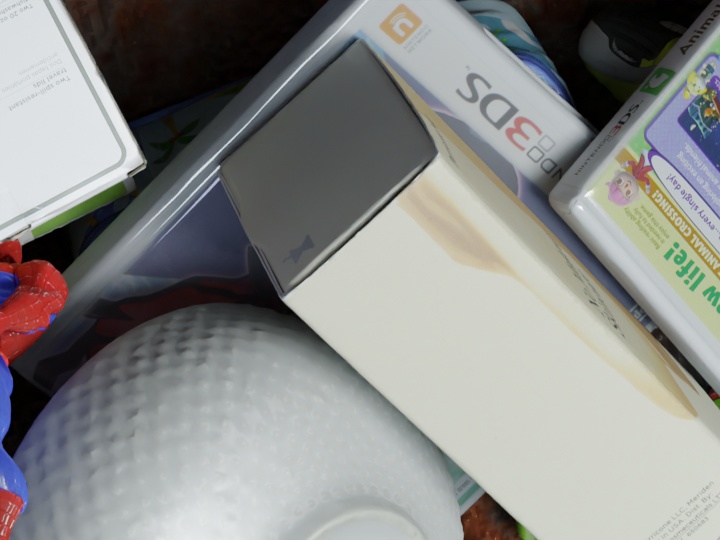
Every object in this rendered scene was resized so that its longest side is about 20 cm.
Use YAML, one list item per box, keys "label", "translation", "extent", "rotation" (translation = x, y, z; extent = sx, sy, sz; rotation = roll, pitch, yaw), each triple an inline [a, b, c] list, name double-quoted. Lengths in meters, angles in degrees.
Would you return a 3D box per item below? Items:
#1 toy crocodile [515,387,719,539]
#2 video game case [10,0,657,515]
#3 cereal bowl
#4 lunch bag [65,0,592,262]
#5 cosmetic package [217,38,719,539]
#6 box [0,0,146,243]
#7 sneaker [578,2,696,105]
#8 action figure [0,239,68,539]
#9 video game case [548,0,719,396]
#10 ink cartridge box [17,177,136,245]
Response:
- label: "toy crocodile"
  translation: [0.157, 0.070, 1.195]
  extent: [0.199, 0.062, 0.068]
  rotation: [-17, 155, 0]
- label: "video game case"
  translation: [0.003, 0.010, 1.051]
  extent: [0.200, 0.023, 0.182]
  rotation: [-45, 119, 11]
- label: "cereal bowl"
  translation: [-0.032, 0.116, 0.984]
  extent: [0.200, 0.083, 0.201]
  rotation: [-16, 112, -45]
- label: "lunch bag"
  translation: [0.000, 0.000, 1.106]
  extent: [0.199, 0.083, 0.161]
  rotation: [-21, 122, -2]
- label: "cosmetic package"
  translation: [0.049, 0.024, 1.000]
  extent: [0.071, 0.105, 0.200]
  rotation: [-42, 121, 7]
- label: "box"
  translation: [-0.165, -0.097, 0.940]
  extent: [0.116, 0.060, 0.201]
  rotation: [-29, 103, -5]
- label: "sneaker"
  translation: [0.159, -0.033, 1.134]
  extent: [0.200, 0.075, 0.077]
  rotation: [31, 104, -24]
- label: "action figure"
  translation: [-0.129, 0.041, 0.944]
  extent: [0.052, 0.200, 0.065]
  rotation: [39, 115, -18]
- label: "video game case"
  translation: [0.186, -0.026, 1.076]
  extent: [0.182, 0.022, 0.200]
  rotation: [-49, 117, -11]
- label: "ink cartridge box"
  translation: [-0.200, -0.056, 1.028]
  extent: [0.199, 0.076, 0.148]
  rotation: [-25, 119, -6]
